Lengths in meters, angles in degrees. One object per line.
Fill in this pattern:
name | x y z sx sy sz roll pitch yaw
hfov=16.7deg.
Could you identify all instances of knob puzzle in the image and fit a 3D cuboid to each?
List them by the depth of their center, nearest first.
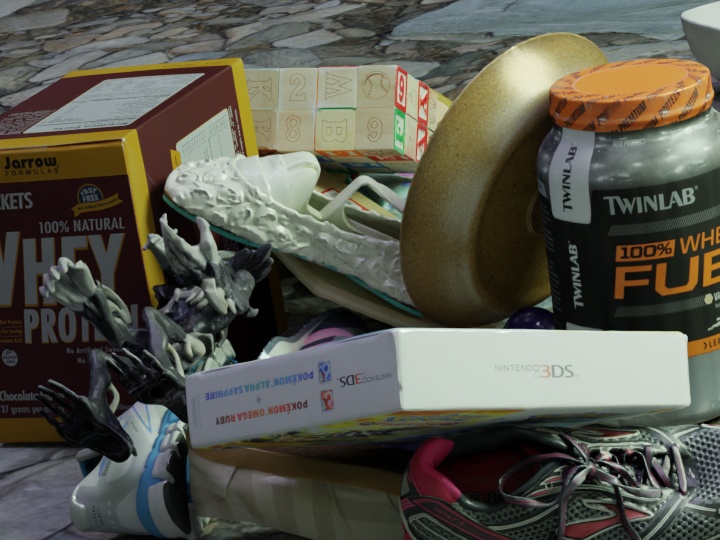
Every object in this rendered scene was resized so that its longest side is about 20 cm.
knob puzzle | 0.000 0.000 1.621 0.219 0.031 0.220 27 18 -10

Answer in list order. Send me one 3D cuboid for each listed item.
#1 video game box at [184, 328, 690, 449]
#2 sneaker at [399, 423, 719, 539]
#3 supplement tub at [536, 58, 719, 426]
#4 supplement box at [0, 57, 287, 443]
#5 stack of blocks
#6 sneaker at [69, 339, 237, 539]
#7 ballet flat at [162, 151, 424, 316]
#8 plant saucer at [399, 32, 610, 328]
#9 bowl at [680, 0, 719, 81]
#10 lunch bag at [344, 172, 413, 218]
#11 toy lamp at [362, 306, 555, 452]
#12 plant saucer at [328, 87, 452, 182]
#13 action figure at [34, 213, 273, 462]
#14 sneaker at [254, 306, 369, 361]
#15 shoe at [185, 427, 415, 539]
video game box | 0.040 0.063 1.282 0.199 0.047 0.182 1 -12 -38
sneaker | 0.119 0.113 1.247 0.198 0.075 0.081 -8 53 -2
supplement tub | 0.170 -0.017 1.464 0.121 0.202 0.123 -8 18 3
supplement box | -0.157 -0.016 1.615 0.132 0.199 0.200 -3 18 21
stack of blocks | -0.055 -0.105 1.736 0.198 0.059 0.115 1 -5 16
sneaker | -0.122 0.099 1.459 0.086 0.076 0.200 -10 16 15
ballet flat | -0.024 -0.038 1.533 0.199 0.072 0.072 23 10 -17
plant saucer | 0.107 -0.048 1.526 0.199 0.202 0.035 -23 41 -39
bowl | 0.399 -0.194 2.122 0.198 0.075 0.200 -16 18 -21
lunch bag | 0.096 -0.047 1.796 0.198 0.078 0.160 -13 17 -10
toy lamp | 0.057 0.079 1.463 0.058 0.059 0.200 5 19 35
plant saucer | -0.022 -0.094 1.888 0.199 0.049 0.200 -22 -1 -3
action figure | -0.118 0.020 1.423 0.118 0.102 0.200 -29 18 23
sneaker | -0.018 0.077 1.514 0.082 0.070 0.200 34 17 8
shoe | -0.003 0.126 1.349 0.198 0.054 0.070 11 9 17
